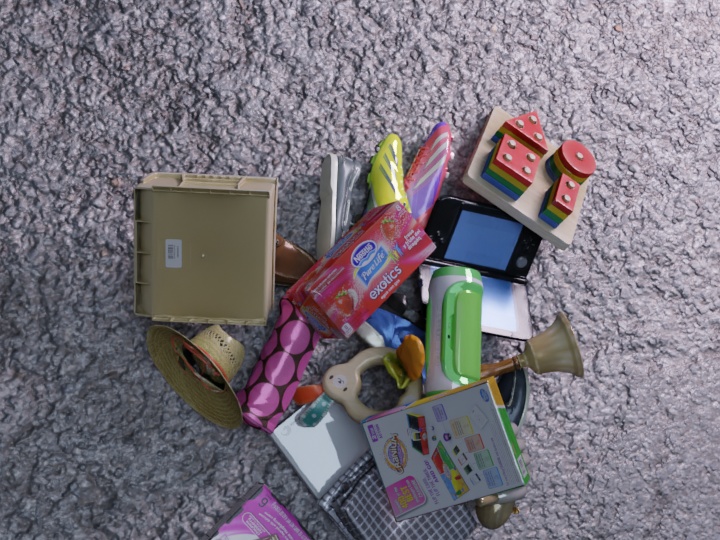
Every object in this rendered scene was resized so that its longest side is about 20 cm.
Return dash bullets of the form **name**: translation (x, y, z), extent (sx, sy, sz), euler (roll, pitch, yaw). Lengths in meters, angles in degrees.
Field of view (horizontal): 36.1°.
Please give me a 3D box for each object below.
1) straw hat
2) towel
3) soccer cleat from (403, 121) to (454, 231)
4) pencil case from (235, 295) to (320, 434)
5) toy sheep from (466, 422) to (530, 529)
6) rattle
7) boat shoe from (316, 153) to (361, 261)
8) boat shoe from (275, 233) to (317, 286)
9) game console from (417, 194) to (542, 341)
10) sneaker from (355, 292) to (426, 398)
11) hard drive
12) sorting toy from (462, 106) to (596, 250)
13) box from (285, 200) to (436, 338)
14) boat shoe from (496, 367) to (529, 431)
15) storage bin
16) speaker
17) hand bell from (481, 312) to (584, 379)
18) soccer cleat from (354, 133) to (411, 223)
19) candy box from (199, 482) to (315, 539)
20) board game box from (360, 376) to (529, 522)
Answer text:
- **straw hat**: translation (-0.211, 0.127, 1.584), extent (0.201, 0.201, 0.085), euler (46, 61, -4)
- **towel**: translation (0.060, 0.360, 1.642), extent (0.165, 0.085, 0.201), euler (-42, 104, -17)
- **soccer cleat**: translation (0.099, -0.147, 1.767), extent (0.076, 0.067, 0.202), euler (13, 81, -7)
- **pencil case**: translation (-0.126, 0.139, 1.654), extent (0.201, 0.093, 0.091), euler (-62, 143, -15)
- **toy sheep**: translation (0.186, 0.279, 1.631), extent (0.137, 0.138, 0.202), euler (-3, 86, -15)
- **rattle**: translation (-0.008, 0.163, 1.605), extent (0.198, 0.143, 0.132), euler (0, 81, 2)
- **boat shoe**: translation (-0.029, -0.080, 1.717), extent (0.061, 0.073, 0.202), euler (5, 80, -21)
- **boat shoe**: translation (-0.153, -0.030, 1.680), extent (0.199, 0.068, 0.073), euler (22, 77, -10)
- **game console**: translation (0.196, -0.003, 1.723), extent (0.198, 0.119, 0.172), euler (11, 114, -21)
- **sneaker**: translation (0.095, 0.120, 1.716), extent (0.200, 0.077, 0.111), euler (43, 83, 2)
- **hard drive**: translation (-0.031, 0.286, 1.685), extent (0.132, 0.027, 0.201), euler (-37, 92, -16)
- **sorting toy**: translation (0.283, -0.166, 1.766), extent (0.199, 0.070, 0.199), euler (33, 45, -7)
- **box**: translation (0.000, 0.000, 1.609), extent (0.200, 0.100, 0.096), euler (-45, 103, -19)
- **boat shoe**: translation (0.210, 0.238, 1.733), extent (0.061, 0.075, 0.202), euler (19, 86, -22)
- **storage bin**: translation (-0.223, -0.031, 1.598), extent (0.197, 0.094, 0.202), euler (3, 106, -2)
- **speaker**: translation (0.137, 0.101, 1.624), extent (0.088, 0.088, 0.202), euler (8, 72, -13)
- **hand bell**: translation (0.232, 0.145, 1.702), extent (0.198, 0.104, 0.105), euler (-18, 86, 0)
- **soccer cleat**: translation (0.046, -0.116, 1.732), extent (0.083, 0.065, 0.202), euler (9, 73, 15)
- **candy box**: translation (-0.171, 0.428, 1.609), extent (0.200, 0.061, 0.136), euler (-44, 94, -16)
- **board game box**: translation (0.117, 0.251, 1.548), extent (0.199, 0.040, 0.154), euler (-20, 89, 19)
